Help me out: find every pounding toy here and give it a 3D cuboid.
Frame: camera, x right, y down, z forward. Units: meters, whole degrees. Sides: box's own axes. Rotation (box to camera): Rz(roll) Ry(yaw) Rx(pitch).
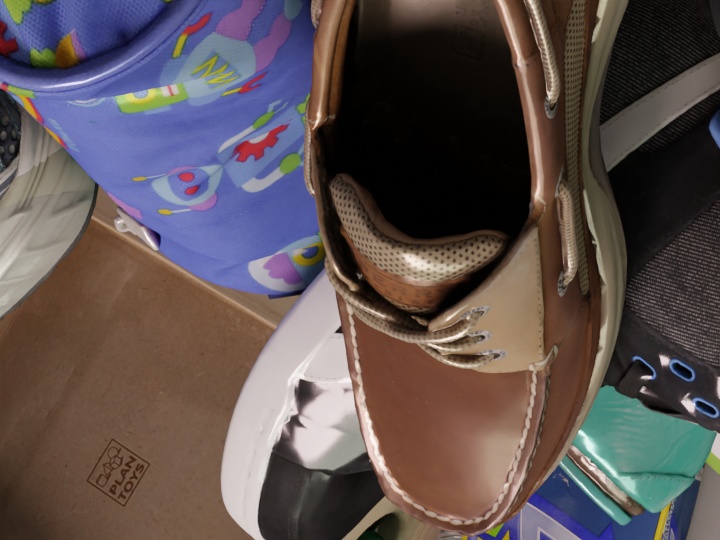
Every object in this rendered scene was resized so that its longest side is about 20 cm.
[{"bbox_3d":[-0.051,0.094,0.830,0.200,0.185,0.142,30,178,19],"label":"pounding toy"}]

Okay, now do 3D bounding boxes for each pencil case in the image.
[{"bbox_3d":[-0.044,-0.052,0.606,0.087,0.078,0.200,-36,161,2],"label":"pencil case"}]

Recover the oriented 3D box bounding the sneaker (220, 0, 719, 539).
[{"bbox_3d":[0.048,0.024,0.656,0.073,0.112,0.200,-11,140,-55],"label":"sneaker"}]

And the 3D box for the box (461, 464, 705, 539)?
[{"bbox_3d":[0.055,0.147,0.837,0.064,0.201,0.070,14,177,15],"label":"box"}]

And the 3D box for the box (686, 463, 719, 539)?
[{"bbox_3d":[0.175,0.090,0.951,0.198,0.201,0.171,-1,165,12],"label":"box"}]

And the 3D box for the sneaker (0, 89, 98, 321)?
[{"bbox_3d":[-0.170,0.011,0.753,0.086,0.078,0.200,28,106,-42],"label":"sneaker"}]

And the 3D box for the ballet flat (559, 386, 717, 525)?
[{"bbox_3d":[0.029,-0.013,0.749,0.200,0.070,0.067,41,-178,-6],"label":"ballet flat"}]

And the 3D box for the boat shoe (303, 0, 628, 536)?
[{"bbox_3d":[0.016,-0.016,0.568,0.075,0.072,0.201,15,129,21],"label":"boat shoe"}]

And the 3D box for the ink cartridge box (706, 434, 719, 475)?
[{"bbox_3d":[0.152,0.008,0.733,0.076,0.148,0.200,-35,146,-17],"label":"ink cartridge box"}]

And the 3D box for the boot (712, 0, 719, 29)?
[{"bbox_3d":[0.179,-0.082,0.474,0.197,0.074,0.162,-5,171,-10],"label":"boot"}]
